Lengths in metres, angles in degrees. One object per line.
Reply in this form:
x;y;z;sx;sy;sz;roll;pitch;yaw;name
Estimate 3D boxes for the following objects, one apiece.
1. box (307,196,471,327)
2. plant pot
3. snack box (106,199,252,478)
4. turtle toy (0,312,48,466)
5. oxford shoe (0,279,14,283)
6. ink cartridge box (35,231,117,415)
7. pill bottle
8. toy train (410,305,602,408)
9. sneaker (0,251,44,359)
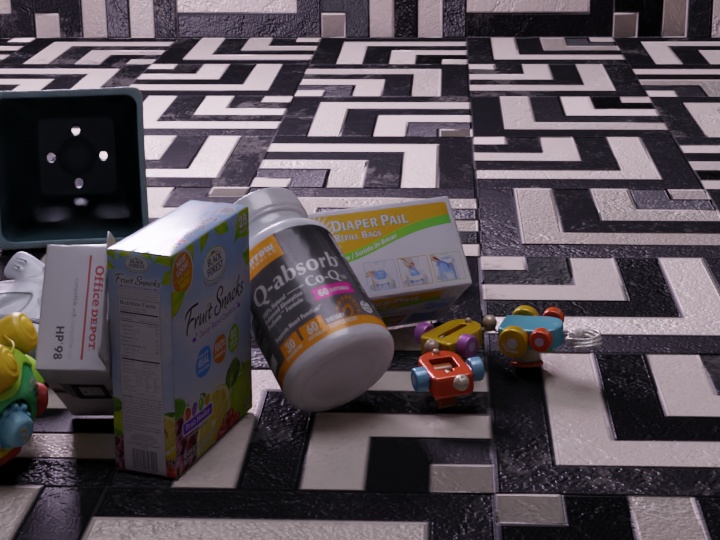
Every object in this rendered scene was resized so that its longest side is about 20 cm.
0.000;0.000;1.645;0.198;0.103;0.113;-8;-19;-20;box
-0.376;-0.143;2.049;0.193;0.199;0.200;-3;9;-6;plant pot
-0.156;0.056;1.382;0.067;0.203;0.169;5;19;18;snack box
-0.331;0.114;1.359;0.145;0.102;0.200;-29;15;11;turtle toy
-0.402;0.043;1.646;0.198;0.074;0.084;-9;16;-25;oxford shoe
-0.241;0.049;1.391;0.066;0.117;0.200;1;-20;2;ink cartridge box
-0.059;0.025;1.483;0.115;0.117;0.201;-11;54;-31;pill bottle
0.130;0.090;1.518;0.198;0.056;0.150;-10;21;-19;toy train
-0.375;0.045;1.567;0.197;0.076;0.116;5;49;1;sneaker
